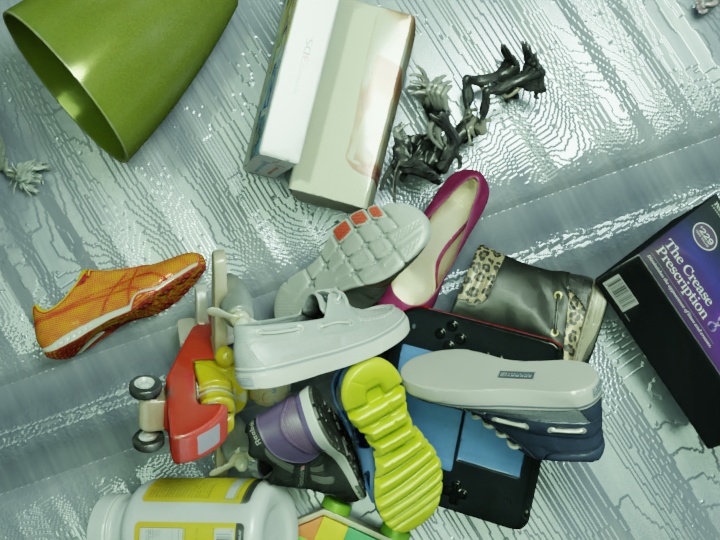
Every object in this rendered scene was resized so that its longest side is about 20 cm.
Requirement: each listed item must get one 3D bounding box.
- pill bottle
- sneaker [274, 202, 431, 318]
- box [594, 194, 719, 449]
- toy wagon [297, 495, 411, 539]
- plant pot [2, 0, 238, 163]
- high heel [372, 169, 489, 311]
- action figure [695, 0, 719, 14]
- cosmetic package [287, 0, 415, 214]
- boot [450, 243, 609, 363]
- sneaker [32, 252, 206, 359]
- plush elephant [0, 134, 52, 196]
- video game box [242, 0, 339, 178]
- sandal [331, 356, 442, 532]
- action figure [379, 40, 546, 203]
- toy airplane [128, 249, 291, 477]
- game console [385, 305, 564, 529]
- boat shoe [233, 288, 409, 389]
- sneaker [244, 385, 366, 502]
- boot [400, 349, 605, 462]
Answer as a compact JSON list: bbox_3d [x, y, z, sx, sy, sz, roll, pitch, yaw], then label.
[{"bbox_3d":[-0.170,0.266,1.087,0.197,0.112,0.114,-3,86,20],"label":"pill bottle"},{"bbox_3d":[0.000,0.000,1.101,0.199,0.081,0.078,-34,65,27],"label":"sneaker"},{"bbox_3d":[0.350,0.049,1.072,0.140,0.079,0.201,-32,85,-34],"label":"box"},{"bbox_3d":[-0.042,0.317,1.125,0.198,0.040,0.157,23,88,4],"label":"toy wagon"},{"bbox_3d":[-0.228,-0.248,1.112,0.200,0.187,0.187,-43,86,-15],"label":"plant pot"},{"bbox_3d":[0.070,-0.012,1.109,0.067,0.096,0.201,36,89,4],"label":"high heel"},{"bbox_3d":[0.429,-0.342,1.125,0.148,0.133,0.203,-25,101,-41],"label":"action figure"},{"bbox_3d":[-0.007,-0.165,1.119,0.086,0.103,0.203,15,89,2],"label":"cosmetic package"},{"bbox_3d":[0.158,0.082,1.112,0.149,0.073,0.203,22,94,8],"label":"boot"},{"bbox_3d":[-0.258,0.021,1.139,0.198,0.073,0.078,-24,76,-1],"label":"sneaker"},{"bbox_3d":[-0.438,-0.122,1.111,0.197,0.155,0.168,10,87,4],"label":"plush elephant"},{"bbox_3d":[-0.068,-0.201,1.083,0.046,0.182,0.203,14,88,-9],"label":"video game box"},{"bbox_3d":[0.023,0.167,1.076,0.079,0.087,0.203,-22,109,-17],"label":"sandal"},{"bbox_3d":[0.088,-0.162,1.109,0.199,0.119,0.103,-38,116,-6],"label":"action figure"},{"bbox_3d":[-0.134,0.100,1.066,0.139,0.200,0.202,6,74,6],"label":"toy airplane"},{"bbox_3d":[0.102,0.146,1.088,0.174,0.031,0.203,15,106,21],"label":"game console"},{"bbox_3d":[-0.036,0.054,1.014,0.198,0.072,0.070,-15,100,-32],"label":"boat shoe"},{"bbox_3d":[-0.056,0.181,1.067,0.086,0.201,0.076,-22,53,4],"label":"sneaker"},{"bbox_3d":[0.134,0.135,1.030,0.197,0.073,0.092,4,121,28],"label":"boot"}]
